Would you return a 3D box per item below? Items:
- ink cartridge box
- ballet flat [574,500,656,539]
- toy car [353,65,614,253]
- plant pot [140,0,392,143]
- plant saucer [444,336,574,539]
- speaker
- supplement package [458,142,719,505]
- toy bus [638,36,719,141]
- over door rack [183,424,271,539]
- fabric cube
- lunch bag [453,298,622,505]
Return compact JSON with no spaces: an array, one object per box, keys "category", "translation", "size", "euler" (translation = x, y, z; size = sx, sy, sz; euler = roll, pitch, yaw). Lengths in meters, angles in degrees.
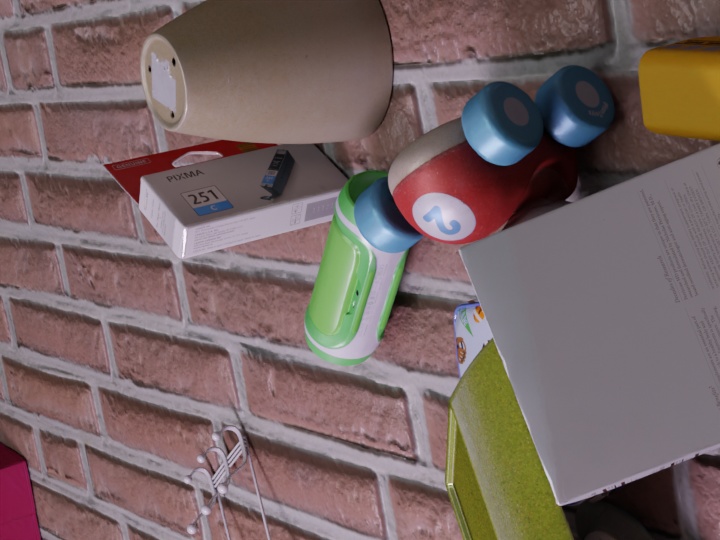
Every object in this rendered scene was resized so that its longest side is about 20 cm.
[{"category":"ink cartridge box","translation":[-0.136,-0.097,1.689],"size":[0.176,0.199,0.045],"euler":[46,139,38]},{"category":"ballet flat","translation":[0.231,0.255,1.390],"size":[0.200,0.064,0.068],"euler":[33,130,48]},{"category":"toy car","translation":[0.130,-0.028,1.323],"size":[0.184,0.177,0.200],"euler":[-39,74,45]},{"category":"plant pot","translation":[-0.103,-0.197,1.591],"size":[0.187,0.199,0.188],"euler":[32,130,48]},{"category":"plant saucer","translation":[0.109,0.187,1.291],"size":[0.200,0.048,0.200],"euler":[88,166,-55]},{"category":"speaker","translation":[0.000,0.000,1.627],"size":[0.089,0.088,0.200],"euler":[52,142,33]},{"category":"supplement package","translation":[0.200,0.043,1.173],"size":[0.147,0.199,0.192],"euler":[39,-150,-79]},{"category":"toy bus","translation":[0.285,-0.121,1.118],"size":[0.200,0.078,0.065],"euler":[15,116,55]},{"category":"over door rack","translation":[-0.155,0.310,2.034],"size":[0.200,0.066,0.148],"euler":[63,148,18]},{"category":"fabric cube","translation":[-0.673,0.415,2.787],"size":[0.196,0.199,0.201],"euler":[13,115,57]},{"category":"lunch bag","translation":[0.159,0.109,1.432],"size":[0.160,0.075,0.201],"euler":[-13,92,57]}]
